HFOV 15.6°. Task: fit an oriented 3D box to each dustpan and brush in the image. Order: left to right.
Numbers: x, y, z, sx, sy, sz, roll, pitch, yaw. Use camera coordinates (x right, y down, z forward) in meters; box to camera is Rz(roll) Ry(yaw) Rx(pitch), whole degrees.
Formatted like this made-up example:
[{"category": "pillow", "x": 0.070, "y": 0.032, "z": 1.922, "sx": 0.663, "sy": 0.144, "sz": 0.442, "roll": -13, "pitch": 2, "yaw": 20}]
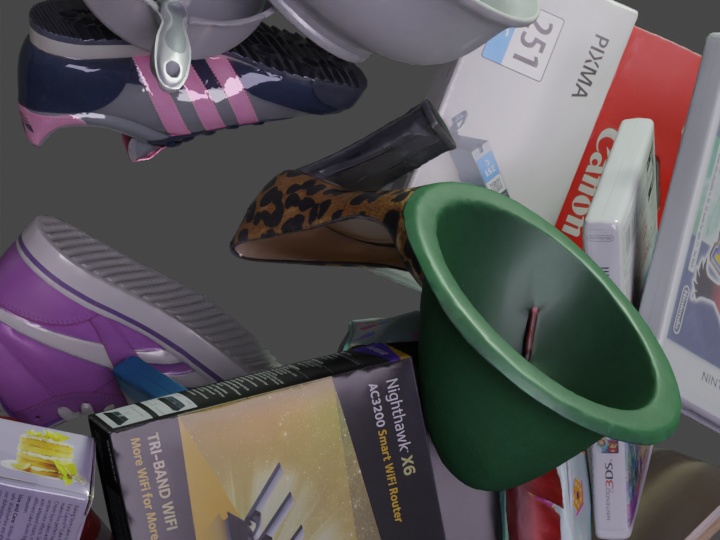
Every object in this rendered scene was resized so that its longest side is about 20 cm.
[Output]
[{"category": "dustpan and brush", "x": -0.102, "y": -0.144, "z": 1.394, "sx": 0.140, "sy": 0.200, "sz": 0.057, "roll": 21, "pitch": 131, "yaw": -16}]

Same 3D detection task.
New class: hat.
[{"category": "hat", "x": 0.049, "y": 0.085, "z": 1.315, "sx": 0.166, "sy": 0.200, "sz": 0.176, "roll": 10, "pitch": 129, "yaw": -46}]

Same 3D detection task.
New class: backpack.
[{"category": "backpack", "x": 0.048, "y": 0.106, "z": 1.451, "sx": 0.153, "sy": 0.200, "sz": 0.176, "roll": -9, "pitch": 97, "yaw": -7}]

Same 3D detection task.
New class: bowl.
[{"category": "bowl", "x": -0.003, "y": -0.179, "z": 1.439, "sx": 0.201, "sy": 0.201, "sz": 0.090, "roll": 40, "pitch": 110, "yaw": -16}]

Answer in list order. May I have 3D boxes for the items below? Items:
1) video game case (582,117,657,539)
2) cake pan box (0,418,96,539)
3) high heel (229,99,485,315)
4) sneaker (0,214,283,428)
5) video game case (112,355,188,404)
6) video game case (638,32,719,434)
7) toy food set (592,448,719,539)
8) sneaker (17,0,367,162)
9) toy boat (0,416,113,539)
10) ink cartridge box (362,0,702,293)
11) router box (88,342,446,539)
[{"category": "video game case", "x": 0.149, "y": 0.028, "z": 1.473, "sx": 0.024, "sy": 0.200, "sz": 0.182, "roll": 0, "pitch": 109, "yaw": 12}, {"category": "cake pan box", "x": -0.239, "y": 0.149, "z": 1.289, "sx": 0.184, "sy": 0.052, "sz": 0.200, "roll": 13, "pitch": 126, "yaw": -9}, {"category": "high heel", "x": 0.000, "y": 0.000, "z": 1.433, "sx": 0.143, "sy": 0.200, "sz": 0.071, "roll": -31, "pitch": 125, "yaw": 11}, {"category": "sneaker", "x": -0.134, "y": 0.059, "z": 1.477, "sx": 0.200, "sy": 0.073, "sz": 0.114, "roll": 32, "pitch": 105, "yaw": -22}, {"category": "video game case", "x": -0.059, "y": 0.148, "z": 1.427, "sx": 0.018, "sy": 0.143, "sz": 0.200, "roll": -35, "pitch": 125, "yaw": -20}, {"category": "video game case", "x": 0.224, "y": -0.006, "z": 1.453, "sx": 0.182, "sy": 0.023, "sz": 0.200, "roll": 28, "pitch": 72, "yaw": -47}, {"category": "toy food set", "x": 0.155, "y": 0.188, "z": 1.526, "sx": 0.200, "sy": 0.144, "sz": 0.060, "roll": -44, "pitch": 105, "yaw": -9}, {"category": "sneaker", "x": -0.097, "y": -0.099, "z": 1.474, "sx": 0.200, "sy": 0.070, "sz": 0.082, "roll": 7, "pitch": 117, "yaw": -20}, {"category": "toy boat", "x": -0.163, "y": 0.166, "z": 1.400, "sx": 0.200, "sy": 0.131, "sz": 0.131, "roll": 56, "pitch": 43, "yaw": -37}, {"category": "ink cartridge box", "x": 0.117, "y": -0.062, "z": 1.544, "sx": 0.176, "sy": 0.045, "sz": 0.200, "roll": 22, "pitch": 89, "yaw": -16}, {"category": "router box", "x": -0.037, "y": 0.151, "z": 1.302, "sx": 0.157, "sy": 0.052, "sz": 0.200, "roll": -14, "pitch": 101, "yaw": -16}]
